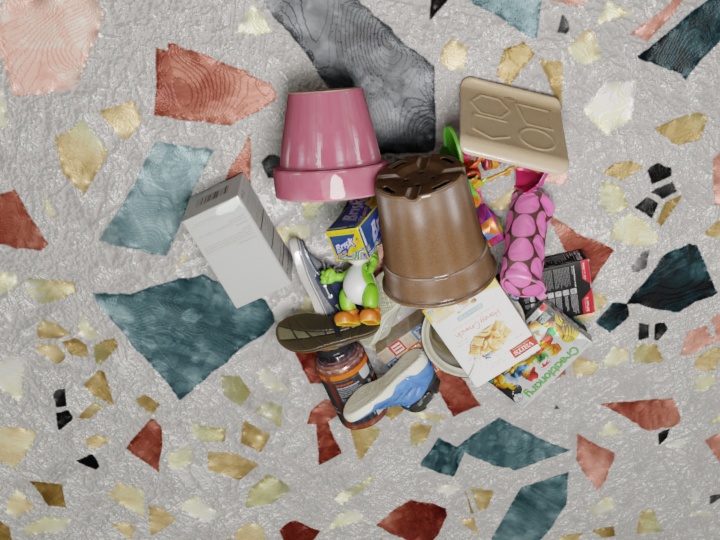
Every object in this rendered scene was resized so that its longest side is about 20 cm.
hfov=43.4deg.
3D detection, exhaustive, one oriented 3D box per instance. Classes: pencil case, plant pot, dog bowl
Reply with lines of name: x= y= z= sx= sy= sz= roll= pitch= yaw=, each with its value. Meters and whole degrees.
pencil case: x=0.170 y=-0.048 z=1.696 sx=0.200 sy=0.088 sz=0.088 roll=-28 pitch=115 yaw=11
plant pot: x=-0.053 y=-0.219 z=1.548 sx=0.200 sy=0.200 sz=0.179 roll=-4 pitch=103 yaw=0
plant pot: x=0.116 y=-0.074 z=1.500 sx=0.200 sy=0.200 sz=0.198 roll=-11 pitch=121 yaw=4
dog bowl: x=0.207 y=0.099 z=1.714 sx=0.200 sy=0.074 sz=0.200 roll=-2 pitch=113 yaw=-5
pencil case: x=0.307 y=-0.048 z=1.641 sx=0.094 sy=0.200 sz=0.091 roll=21 pitch=153 yaw=-16

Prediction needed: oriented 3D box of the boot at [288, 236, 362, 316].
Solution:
boot: x=-0.066 y=0.007 z=1.728 sx=0.090 sy=0.073 sz=0.200 roll=-20 pitch=126 yaw=3

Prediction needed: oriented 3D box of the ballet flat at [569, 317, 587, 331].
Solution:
ballet flat: x=0.362 y=0.154 z=1.824 sx=0.200 sy=0.073 sz=0.073 roll=-37 pitch=113 yaw=22

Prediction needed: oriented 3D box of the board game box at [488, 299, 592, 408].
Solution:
board game box: x=0.338 y=0.164 z=1.773 sx=0.126 sy=0.035 sz=0.200 roll=37 pitch=112 yaw=-7

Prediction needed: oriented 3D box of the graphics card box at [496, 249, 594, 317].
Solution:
graphics card box: x=0.349 y=0.040 z=1.767 sx=0.200 sy=0.051 sz=0.126 roll=-13 pitch=118 yaw=3

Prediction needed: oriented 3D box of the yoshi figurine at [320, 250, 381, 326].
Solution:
yoshi figurine: x=-0.011 y=-0.002 z=1.659 sx=0.112 sy=0.112 sz=0.200 roll=3 pitch=78 yaw=-15

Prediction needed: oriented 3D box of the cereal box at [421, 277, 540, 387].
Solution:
cereal box: x=0.221 y=0.102 z=1.654 sx=0.144 sy=0.040 sz=0.200 roll=-33 pitch=112 yaw=9

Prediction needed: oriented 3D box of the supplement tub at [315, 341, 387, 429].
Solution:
supplement tub: x=-0.024 y=0.214 z=1.811 sx=0.107 sy=0.107 sz=0.200 roll=-19 pitch=117 yaw=7

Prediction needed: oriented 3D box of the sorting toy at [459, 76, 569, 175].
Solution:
sorting toy: x=0.256 y=-0.243 z=1.535 sx=0.185 sy=0.200 sz=0.037 roll=13 pitch=135 yaw=-4

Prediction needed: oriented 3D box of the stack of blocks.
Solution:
stack of blocks: x=0.142 y=0.136 z=1.804 sx=0.200 sy=0.059 sz=0.115 roll=-36 pitch=114 yaw=15

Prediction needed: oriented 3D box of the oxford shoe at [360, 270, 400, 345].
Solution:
oxford shoe: x=0.050 y=0.064 z=1.749 sx=0.058 sy=0.075 sz=0.200 roll=-16 pitch=142 yaw=-40

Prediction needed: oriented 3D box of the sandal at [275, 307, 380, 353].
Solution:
sandal: x=-0.061 y=0.118 z=1.731 sx=0.200 sy=0.082 sz=0.055 roll=-12 pitch=151 yaw=-5

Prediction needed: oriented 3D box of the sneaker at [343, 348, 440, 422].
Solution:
sneaker: x=0.069 y=0.253 z=1.764 sx=0.200 sy=0.077 sz=0.111 roll=-39 pitch=115 yaw=-12

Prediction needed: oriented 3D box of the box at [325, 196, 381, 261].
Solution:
box: x=0.018 y=-0.094 z=1.595 sx=0.070 sy=0.200 sz=0.064 roll=-5 pitch=120 yaw=31

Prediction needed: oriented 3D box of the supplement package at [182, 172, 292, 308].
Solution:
supplement package: x=-0.220 y=-0.054 z=1.656 sx=0.117 sy=0.117 sz=0.200 roll=-24 pitch=116 yaw=9

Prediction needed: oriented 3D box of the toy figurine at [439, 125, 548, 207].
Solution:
toy figurine: x=0.248 y=-0.192 z=1.598 sx=0.184 sy=0.150 sz=0.200 roll=-17 pitch=134 yaw=-7
